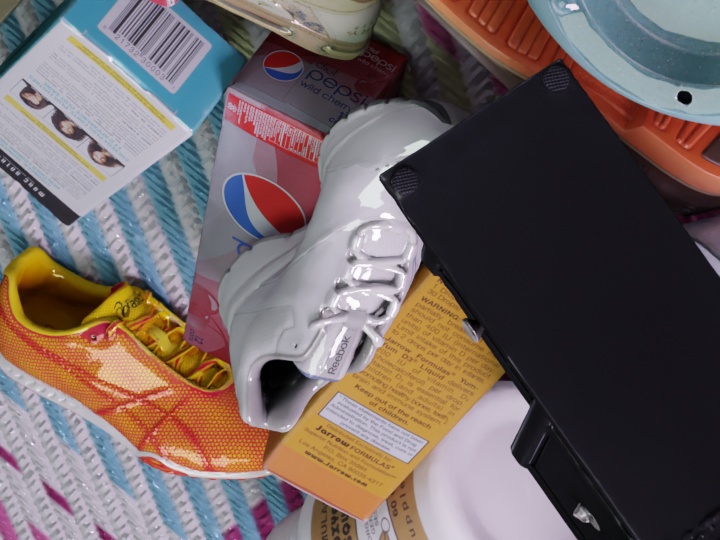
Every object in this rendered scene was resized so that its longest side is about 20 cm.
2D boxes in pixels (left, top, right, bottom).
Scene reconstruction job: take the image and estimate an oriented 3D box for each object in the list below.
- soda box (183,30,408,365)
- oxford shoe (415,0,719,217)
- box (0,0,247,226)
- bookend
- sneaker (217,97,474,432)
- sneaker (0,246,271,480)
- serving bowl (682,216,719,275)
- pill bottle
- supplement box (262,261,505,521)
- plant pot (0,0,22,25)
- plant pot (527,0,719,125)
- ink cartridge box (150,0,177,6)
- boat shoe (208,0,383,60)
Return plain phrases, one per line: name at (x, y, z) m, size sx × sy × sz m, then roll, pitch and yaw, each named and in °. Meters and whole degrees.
soda box at (-0.034, -0.032, 1.407) m, size 0.063 × 0.070 × 0.200 m, roll 28°, pitch 143°, yaw 10°
oxford shoe at (0.082, -0.088, 1.255) m, size 0.200 × 0.071 × 0.073 m, roll 38°, pitch 149°, yaw -3°
box at (-0.130, -0.085, 1.409) m, size 0.082 × 0.049 × 0.200 m, roll 41°, pitch 157°, yaw -10°
bookend at (0.095, 0.042, 1.243) m, size 0.200 × 0.092 × 0.199 m, roll 55°, pitch 169°, yaw 10°
sneaker at (0.000, 0.000, 1.310) m, size 0.074 × 0.087 × 0.200 m, roll 16°, pitch 137°, yaw -20°
sneaker at (-0.115, 0.053, 1.571) m, size 0.200 × 0.073 × 0.077 m, roll 23°, pitch 132°, yaw 13°
serving bowl at (0.202, 0.062, 1.276) m, size 0.200 × 0.066 × 0.201 m, roll 157°, pitch 90°, yaw -80°
pill bottle at (0.033, 0.138, 1.505) m, size 0.114 × 0.114 × 0.200 m, roll 44°, pitch 143°, yaw -10°
supplement box at (0.033, 0.030, 1.373) m, size 0.069 × 0.067 × 0.200 m, roll 29°, pitch 129°, yaw -13°
plant pot at (-0.274, -0.158, 1.377) m, size 0.177 × 0.200 × 0.200 m, roll 51°, pitch 143°, yaw -2°
plant pot at (0.135, -0.134, 1.048) m, size 0.200 × 0.134 × 0.201 m, roll 7°, pitch 117°, yaw 14°
ink cartridge box at (-0.128, -0.215, 1.218) m, size 0.200 × 0.147 × 0.083 m, roll 24°, pitch 141°, yaw 15°
boat shoe at (-0.081, -0.155, 1.309) m, size 0.200 × 0.073 × 0.063 m, roll 29°, pitch 141°, yaw 9°
